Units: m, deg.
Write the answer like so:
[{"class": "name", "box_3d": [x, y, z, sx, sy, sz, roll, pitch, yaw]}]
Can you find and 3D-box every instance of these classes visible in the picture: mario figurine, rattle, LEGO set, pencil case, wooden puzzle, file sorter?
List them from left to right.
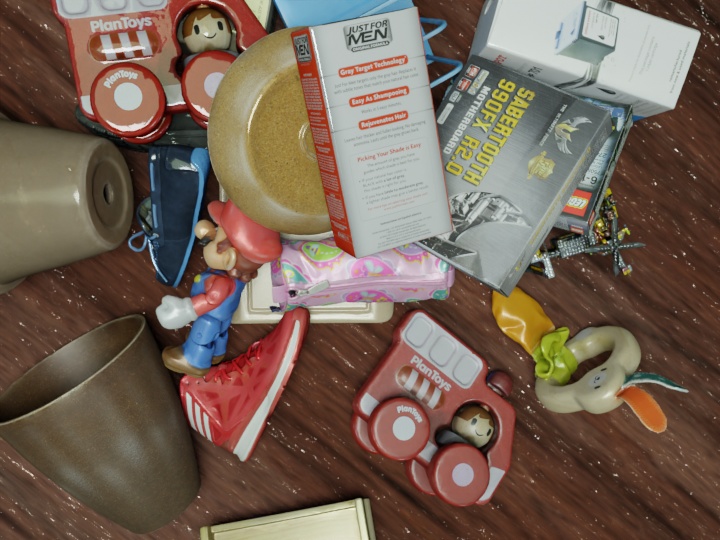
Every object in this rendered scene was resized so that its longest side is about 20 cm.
[{"class": "mario figurine", "box_3d": [-0.157, 0.003, 0.780, 0.106, 0.123, 0.200, 15, 111, -27]}, {"class": "wooden puzzle", "box_3d": [-0.060, -0.032, 0.865, 0.200, 0.037, 0.185, -1, 96, -6]}, {"class": "pencil case", "box_3d": [0.000, 0.000, 0.811, 0.200, 0.087, 0.088, -4, 95, -11]}, {"class": "file sorter", "box_3d": [0.000, -0.269, 0.761, 0.139, 0.123, 0.200, -30, 117, -6]}, {"class": "LEGO set", "box_3d": [0.201, -0.057, 0.822, 0.200, 0.116, 0.154, -10, 95, 0]}, {"class": "rattle", "box_3d": [0.236, 0.080, 0.790, 0.130, 0.200, 0.143, -22, 99, 0]}]

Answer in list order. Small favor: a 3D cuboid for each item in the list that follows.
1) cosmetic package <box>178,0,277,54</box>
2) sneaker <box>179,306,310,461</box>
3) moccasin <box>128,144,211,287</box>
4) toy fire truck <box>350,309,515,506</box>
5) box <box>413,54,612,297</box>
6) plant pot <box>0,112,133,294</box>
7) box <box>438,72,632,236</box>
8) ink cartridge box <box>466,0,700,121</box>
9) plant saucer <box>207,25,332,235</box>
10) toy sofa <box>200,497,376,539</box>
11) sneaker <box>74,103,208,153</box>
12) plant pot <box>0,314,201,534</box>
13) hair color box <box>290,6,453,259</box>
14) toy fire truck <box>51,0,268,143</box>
[{"class": "cosmetic package", "box_3d": [-0.194, -0.296, 0.821, 0.200, 0.073, 0.104, 10, 95, -2]}, {"class": "sneaker", "box_3d": [-0.140, 0.114, 0.846, 0.115, 0.078, 0.200, 25, 102, -2]}, {"class": "moccasin", "box_3d": [-0.206, -0.063, 0.804, 0.068, 0.081, 0.200, 14, 133, -11]}, {"class": "toy fire truck", "box_3d": [0.095, 0.162, 0.854, 0.200, 0.112, 0.168, 37, 75, -4]}, {"class": "box", "box_3d": [0.130, -0.097, 0.748, 0.158, 0.048, 0.200, 33, 90, 27]}, {"class": "plant pot", "box_3d": [-0.335, -0.073, 0.764, 0.174, 0.200, 0.201, -2, 95, 8]}, {"class": "box", "box_3d": [0.169, -0.129, 0.796, 0.200, 0.040, 0.137, 18, 78, 25]}, {"class": "ink cartridge box", "box_3d": [0.225, -0.231, 0.793, 0.200, 0.146, 0.086, 16, 94, -2]}, {"class": "plant saucer", "box_3d": [-0.041, -0.126, 0.705, 0.200, 0.035, 0.201, -7, 110, -21]}, {"class": "toy sofa", "box_3d": [-0.081, 0.327, 0.880, 0.200, 0.098, 0.083, -11, 70, 1]}, {"class": "sneaker", "box_3d": [-0.214, -0.175, 0.838, 0.200, 0.076, 0.091, 6, 88, -10]}, {"class": "plant pot", "box_3d": [-0.266, 0.183, 0.821, 0.187, 0.187, 0.200, -28, 109, 2]}, {"class": "hair color box", "box_3d": [0.012, -0.122, 0.667, 0.101, 0.061, 0.200, -16, 108, -17]}, {"class": "toy fire truck", "box_3d": [-0.188, -0.219, 0.732, 0.200, 0.112, 0.168, -11, 97, -9]}]
